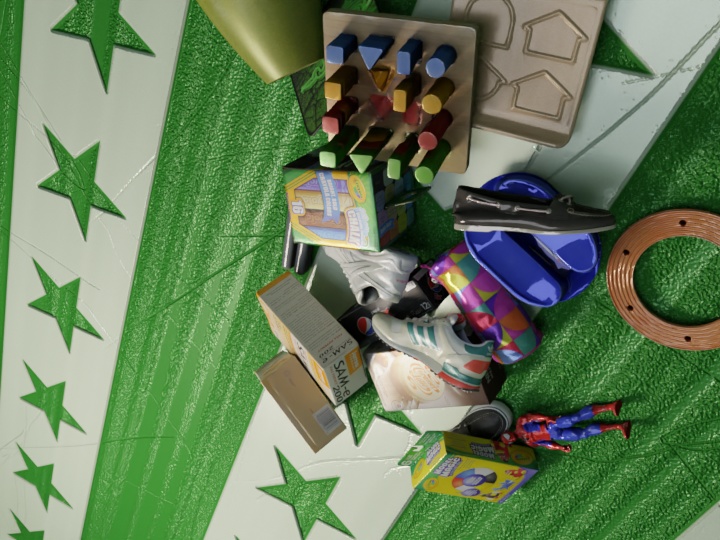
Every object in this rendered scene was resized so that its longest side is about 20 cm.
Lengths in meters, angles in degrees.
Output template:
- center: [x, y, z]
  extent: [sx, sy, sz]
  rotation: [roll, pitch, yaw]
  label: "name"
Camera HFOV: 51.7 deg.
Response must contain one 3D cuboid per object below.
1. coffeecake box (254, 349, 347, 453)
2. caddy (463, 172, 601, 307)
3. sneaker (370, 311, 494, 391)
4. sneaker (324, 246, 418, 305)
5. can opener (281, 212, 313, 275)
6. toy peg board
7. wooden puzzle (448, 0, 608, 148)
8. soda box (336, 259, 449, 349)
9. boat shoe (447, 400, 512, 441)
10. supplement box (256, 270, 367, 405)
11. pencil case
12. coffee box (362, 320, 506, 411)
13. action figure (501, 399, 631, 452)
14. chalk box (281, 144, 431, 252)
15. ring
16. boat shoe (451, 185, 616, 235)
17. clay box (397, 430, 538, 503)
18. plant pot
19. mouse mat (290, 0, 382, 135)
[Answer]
- center: [-0.111, 0.227, 1.319]
  extent: [0.154, 0.073, 0.200]
  rotation: [54, 169, -4]
  label: "coffeecake box"
- center: [0.232, -0.043, 1.007]
  extent: [0.200, 0.105, 0.141]
  rotation: [44, 106, 5]
  label: "caddy"
- center: [0.109, 0.094, 1.096]
  extent: [0.200, 0.070, 0.093]
  rotation: [31, 100, 32]
  label: "sneaker"
- center: [0.000, 0.000, 1.150]
  extent: [0.200, 0.078, 0.099]
  rotation: [20, 96, 54]
  label: "sneaker"
- center: [-0.105, -0.078, 1.233]
  extent: [0.053, 0.066, 0.200]
  rotation: [26, 131, 19]
  label: "can opener"
- center: [0.036, -0.210, 0.944]
  extent: [0.200, 0.098, 0.199]
  rotation: [12, 129, 16]
  label: "toy peg board"
- center: [0.198, -0.273, 0.938]
  extent: [0.185, 0.046, 0.200]
  rotation: [18, 118, 18]
  label: "wooden puzzle"
- center: [0.049, 0.060, 1.197]
  extent: [0.200, 0.071, 0.063]
  rotation: [-32, 95, 40]
  label: "soda box"
- center: [0.177, 0.286, 1.244]
  extent: [0.069, 0.057, 0.200]
  rotation: [46, 129, 3]
  label: "boat shoe"
- center: [-0.081, 0.112, 1.239]
  extent: [0.200, 0.074, 0.126]
  rotation: [43, 160, 34]
  label: "supplement box"
- center: [0.182, 0.046, 1.097]
  extent: [0.200, 0.088, 0.088]
  rotation: [51, 130, 0]
  label: "pencil case"
- center: [0.118, 0.154, 1.197]
  extent: [0.200, 0.080, 0.114]
  rotation: [-13, 106, 37]
  label: "coffee box"
- center: [0.306, 0.244, 1.141]
  extent: [0.200, 0.052, 0.065]
  rotation: [-19, 108, 37]
  label: "action figure"
- center: [0.005, -0.108, 1.103]
  extent: [0.200, 0.125, 0.124]
  rotation: [9, 119, 30]
  label: "chalk box"
- center: [0.423, 0.012, 0.965]
  extent: [0.200, 0.019, 0.201]
  rotation: [16, 123, 26]
  label: "ring"
- center: [0.211, -0.077, 0.917]
  extent: [0.200, 0.067, 0.057]
  rotation: [2, 103, 19]
  label: "boat shoe"
- center: [0.171, 0.318, 1.202]
  extent: [0.200, 0.048, 0.115]
  rotation: [14, 131, -20]
  label: "clay box"
- center: [-0.128, -0.367, 1.015]
  extent: [0.187, 0.187, 0.200]
  rotation: [-14, 109, 37]
  label: "plant pot"
- center: [-0.037, -0.307, 1.047]
  extent: [0.200, 0.008, 0.161]
  rotation: [-39, 58, 39]
  label: "mouse mat"
